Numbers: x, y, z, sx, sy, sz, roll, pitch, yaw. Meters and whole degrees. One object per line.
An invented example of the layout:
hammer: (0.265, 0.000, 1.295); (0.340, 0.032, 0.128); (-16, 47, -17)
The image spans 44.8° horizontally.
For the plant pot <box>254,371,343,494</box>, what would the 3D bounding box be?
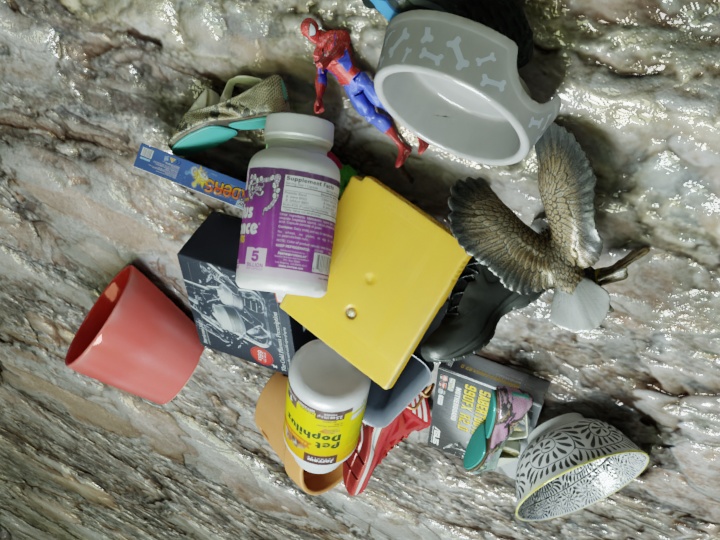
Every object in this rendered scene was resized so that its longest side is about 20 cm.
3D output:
plant pot: (-0.075, 0.233, 1.403); (0.139, 0.200, 0.202); (30, 144, 30)

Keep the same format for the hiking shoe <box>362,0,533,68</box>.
hiking shoe: (0.086, -0.264, 0.888); (0.199, 0.075, 0.087); (35, 160, 1)

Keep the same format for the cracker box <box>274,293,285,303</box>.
cracker box: (0.000, 0.000, 1.146); (0.197, 0.135, 0.058); (13, 136, 21)

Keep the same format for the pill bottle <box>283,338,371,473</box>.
pill bottle: (-0.049, 0.190, 1.180); (0.108, 0.110, 0.202); (22, 139, 11)

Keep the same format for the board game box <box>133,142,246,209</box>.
board game box: (-0.186, -0.111, 1.172); (0.197, 0.035, 0.135); (22, -178, 14)

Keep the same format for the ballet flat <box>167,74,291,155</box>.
ballet flat: (-0.167, -0.203, 1.108); (0.198, 0.067, 0.077); (-11, 80, 35)

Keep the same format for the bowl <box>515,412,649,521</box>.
bowl: (0.291, 0.263, 1.225); (0.198, 0.095, 0.202); (-16, 146, -11)

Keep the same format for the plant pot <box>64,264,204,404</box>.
plant pot: (-0.372, 0.122, 1.482); (0.177, 0.202, 0.199); (37, 141, -22)

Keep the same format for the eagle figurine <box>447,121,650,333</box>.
eagle figurine: (0.208, -0.040, 0.980); (0.200, 0.152, 0.150); (49, 158, -26)

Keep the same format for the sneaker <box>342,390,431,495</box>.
sneaker: (0.050, 0.266, 1.365); (0.114, 0.078, 0.203); (11, 109, -24)

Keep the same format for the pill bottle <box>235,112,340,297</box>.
pill bottle: (-0.082, -0.075, 1.019); (0.110, 0.204, 0.112); (6, 177, 0)

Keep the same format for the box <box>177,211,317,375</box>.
box: (-0.157, 0.038, 1.311); (0.180, 0.105, 0.202); (16, 137, 20)

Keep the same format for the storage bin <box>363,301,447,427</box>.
storage bin: (0.047, 0.110, 1.225); (0.144, 0.135, 0.201); (33, 141, -1)

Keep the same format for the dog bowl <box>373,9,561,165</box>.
dog bowl: (0.101, -0.178, 0.892); (0.198, 0.059, 0.200); (25, 168, 6)

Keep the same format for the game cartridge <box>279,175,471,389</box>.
game cartridge: (0.017, 0.010, 1.052); (0.175, 0.032, 0.202); (36, 104, 17)

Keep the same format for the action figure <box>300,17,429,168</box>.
action figure: (-0.010, -0.193, 0.991); (0.065, 0.099, 0.201); (-25, 112, 44)

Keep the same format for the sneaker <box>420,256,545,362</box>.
sneaker: (0.138, 0.033, 1.056); (0.091, 0.199, 0.076); (58, 153, -16)

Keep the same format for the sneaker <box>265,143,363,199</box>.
sneaker: (-0.046, -0.098, 1.123); (0.200, 0.077, 0.084); (48, 131, -2)

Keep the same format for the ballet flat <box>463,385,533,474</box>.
ballet flat: (0.199, 0.233, 1.237); (0.070, 0.070, 0.202); (8, 138, -3)

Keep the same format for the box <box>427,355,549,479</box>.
box: (0.186, 0.217, 1.310); (0.156, 0.049, 0.202); (20, 139, 16)
